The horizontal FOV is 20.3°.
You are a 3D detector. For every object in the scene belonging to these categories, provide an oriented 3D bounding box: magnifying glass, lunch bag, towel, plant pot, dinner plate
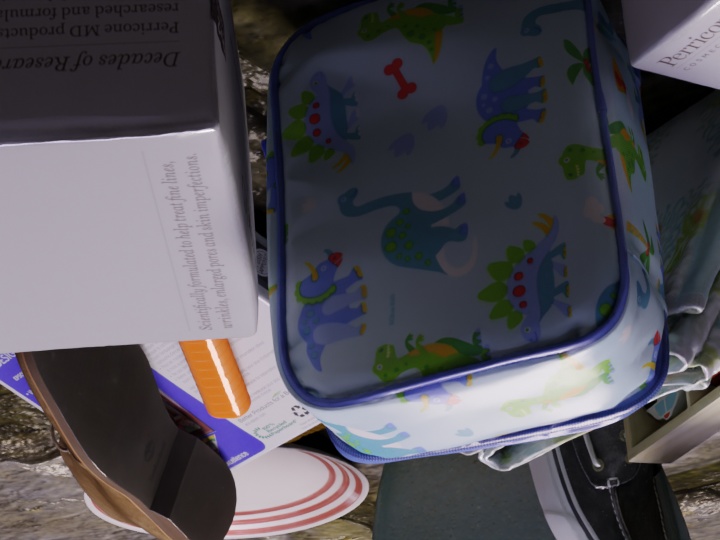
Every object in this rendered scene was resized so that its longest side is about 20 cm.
[{"bbox_3d":[-0.090,0.005,1.004,0.079,0.022,0.201,0,136,16],"label":"magnifying glass"},{"bbox_3d":[0.039,-0.026,0.829,0.160,0.201,0.082,-15,146,17],"label":"lunch bag"},{"bbox_3d":[0.129,-0.007,0.914,0.048,0.200,0.171,43,141,-14],"label":"towel"},{"bbox_3d":[0.112,0.165,1.258,0.195,0.201,0.196,-10,156,12],"label":"plant pot"},{"bbox_3d":[-0.094,0.149,1.406,0.199,0.024,0.200,-4,156,-2],"label":"dinner plate"}]

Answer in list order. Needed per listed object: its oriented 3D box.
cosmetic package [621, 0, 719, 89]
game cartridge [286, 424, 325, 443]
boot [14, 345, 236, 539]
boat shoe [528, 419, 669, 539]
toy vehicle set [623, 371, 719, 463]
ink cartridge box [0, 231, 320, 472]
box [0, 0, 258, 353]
[{"bbox_3d":[0.213,-0.114,0.816,0.199,0.072,0.101,10,152,-27],"label":"cosmetic package"},{"bbox_3d":[-0.039,0.050,1.188,0.176,0.033,0.199,20,145,-41],"label":"game cartridge"},{"bbox_3d":[-0.144,0.085,1.080,0.075,0.074,0.200,3,142,31],"label":"boot"},{"bbox_3d":[0.134,0.092,1.112,0.071,0.201,0.072,-31,165,33],"label":"boat shoe"},{"bbox_3d":[0.185,0.005,1.009,0.026,0.125,0.200,6,154,-20],"label":"toy vehicle set"},{"bbox_3d":[-0.115,0.033,1.090,0.200,0.044,0.198,35,137,-24],"label":"ink cartridge box"},{"bbox_3d":[-0.146,-0.061,0.809,0.199,0.131,0.199,-3,156,0],"label":"box"}]
